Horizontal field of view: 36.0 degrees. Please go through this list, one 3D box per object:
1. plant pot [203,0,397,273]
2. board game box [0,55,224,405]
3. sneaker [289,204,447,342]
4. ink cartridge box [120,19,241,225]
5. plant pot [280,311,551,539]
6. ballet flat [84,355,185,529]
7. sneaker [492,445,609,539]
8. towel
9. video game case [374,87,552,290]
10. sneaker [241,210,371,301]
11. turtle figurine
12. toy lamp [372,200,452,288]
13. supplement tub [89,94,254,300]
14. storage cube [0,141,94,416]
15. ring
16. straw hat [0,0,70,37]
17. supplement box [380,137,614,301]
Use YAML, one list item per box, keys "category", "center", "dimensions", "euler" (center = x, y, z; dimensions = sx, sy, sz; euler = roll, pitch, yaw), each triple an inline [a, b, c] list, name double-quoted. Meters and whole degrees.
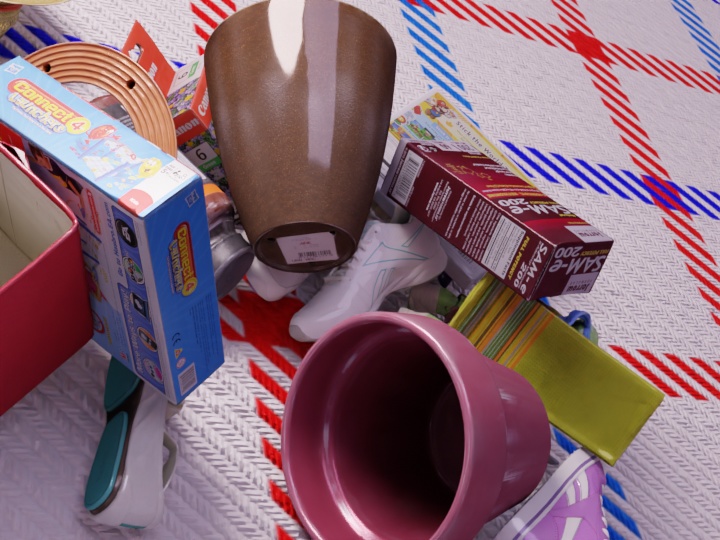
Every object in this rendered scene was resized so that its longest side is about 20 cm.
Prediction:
- category: "plant pot"
  center: [-0.052, -0.108, 1.010]
  dimensions: [0.184, 0.187, 0.203]
  euler: [10, 60, -25]
- category: "board game box"
  center: [-0.194, -0.027, 0.822]
  dimensions: [0.195, 0.202, 0.056]
  euler: [33, 55, 25]
- category: "sneaker"
  center: [0.000, 0.000, 1.068]
  dimensions: [0.199, 0.070, 0.081]
  euler: [-35, 117, -35]
- category: "ink cartridge box"
  center: [-0.155, -0.155, 1.098]
  dimensions: [0.201, 0.050, 0.110]
  euler: [52, 27, -32]
- category: "plant pot"
  center: [0.062, 0.141, 0.924]
  dimensions: [0.178, 0.200, 0.201]
  euler: [9, 42, -49]
- category: "ballet flat"
  center: [-0.172, 0.118, 0.883]
  dimensions: [0.068, 0.070, 0.202]
  euler: [18, 45, -18]
- category: "sneaker"
  center: [0.197, 0.237, 0.983]
  dimensions: [0.114, 0.073, 0.200]
  euler: [39, 35, 16]
- category: "towel"
  center: [0.173, 0.089, 1.008]
  dimensions: [0.199, 0.087, 0.018]
  euler: [36, 14, 0]
- category: "video game case"
  center: [0.096, -0.095, 1.206]
  dimensions: [0.200, 0.023, 0.181]
  euler: [45, 50, 10]
- category: "sneaker"
  center: [-0.049, -0.045, 1.090]
  dimensions: [0.075, 0.099, 0.200]
  euler: [54, 38, -13]
- category: "turtle figurine"
  center: [0.130, 0.090, 1.100]
  dimensions: [0.191, 0.201, 0.146]
  euler: [14, 65, 11]
- category: "toy lamp"
  center: [0.030, -0.062, 1.202]
  dimensions: [0.199, 0.058, 0.058]
  euler: [41, 40, 5]
- category: "supplement tub"
  center: [-0.188, -0.059, 1.010]
  dimensions: [0.200, 0.107, 0.107]
  euler: [44, 40, 11]
- category: "storage cube"
  center: [-0.303, 0.008, 0.762]
  dimensions: [0.171, 0.180, 0.200]
  euler: [41, 64, 12]
- category: "ring"
  center: [-0.250, -0.097, 0.963]
  dimensions: [0.200, 0.201, 0.019]
  euler: [41, 5, 11]
- category: "straw hat"
  center: [-0.382, -0.275, 1.115]
  dimensions: [0.198, 0.086, 0.202]
  euler: [18, 29, -10]
- category: "supplement box"
  center: [0.125, -0.052, 1.037]
  dimensions: [0.108, 0.062, 0.199]
  euler: [-5, 36, -48]
